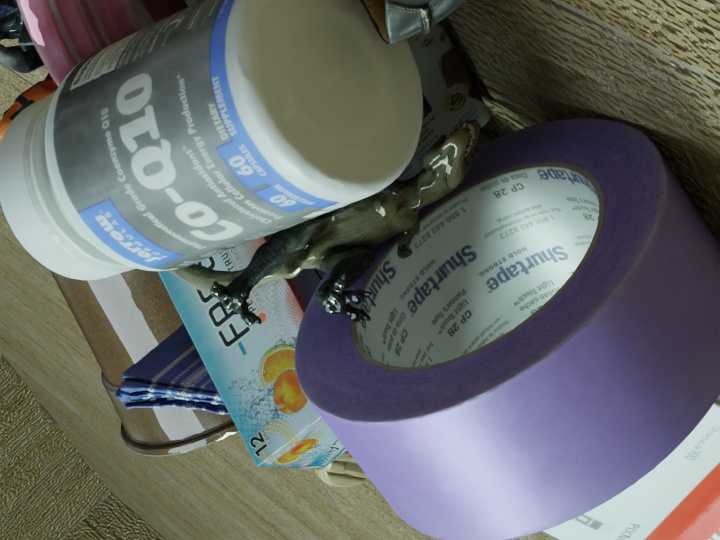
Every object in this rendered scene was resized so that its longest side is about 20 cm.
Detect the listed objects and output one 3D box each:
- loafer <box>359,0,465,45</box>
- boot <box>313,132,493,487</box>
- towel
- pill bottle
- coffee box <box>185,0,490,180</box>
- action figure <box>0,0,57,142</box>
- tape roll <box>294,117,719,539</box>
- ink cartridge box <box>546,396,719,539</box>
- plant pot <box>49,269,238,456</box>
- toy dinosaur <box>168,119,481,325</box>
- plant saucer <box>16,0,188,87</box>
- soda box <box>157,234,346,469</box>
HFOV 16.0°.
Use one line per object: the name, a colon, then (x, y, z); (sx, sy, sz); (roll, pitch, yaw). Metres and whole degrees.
loafer: (-0.022, -0.189, 1.133); (0.200, 0.072, 0.073); (45, 166, 2)
boot: (0.000, 0.000, 1.387); (0.166, 0.200, 0.072); (38, -172, 40)
towel: (-0.038, 0.067, 1.602); (0.200, 0.145, 0.024); (8, 110, 16)
pill bottle: (-0.077, -0.064, 1.209); (0.200, 0.114, 0.114); (-20, 117, 44)
coffee box: (-0.029, -0.139, 1.290); (0.113, 0.080, 0.200); (34, 162, 47)
action figure: (-0.208, -0.127, 1.670); (0.200, 0.194, 0.105); (7, 165, 20)
tape roll: (0.074, 0.026, 1.197); (0.085, 0.200, 0.200); (53, 165, -29)
ink cartridge box: (0.156, 0.105, 1.351); (0.200, 0.057, 0.163); (47, 140, 12)
plant pot: (-0.128, -0.008, 1.788); (0.198, 0.200, 0.200); (60, 163, -21)
toy dinosaur: (-0.024, -0.008, 1.224); (0.200, 0.088, 0.047); (-22, 114, 29)
plant saucer: (-0.124, -0.177, 1.335); (0.051, 0.201, 0.201); (-8, 140, 20)
soda box: (-0.056, 0.004, 1.320); (0.064, 0.068, 0.200); (10, -133, -57)
